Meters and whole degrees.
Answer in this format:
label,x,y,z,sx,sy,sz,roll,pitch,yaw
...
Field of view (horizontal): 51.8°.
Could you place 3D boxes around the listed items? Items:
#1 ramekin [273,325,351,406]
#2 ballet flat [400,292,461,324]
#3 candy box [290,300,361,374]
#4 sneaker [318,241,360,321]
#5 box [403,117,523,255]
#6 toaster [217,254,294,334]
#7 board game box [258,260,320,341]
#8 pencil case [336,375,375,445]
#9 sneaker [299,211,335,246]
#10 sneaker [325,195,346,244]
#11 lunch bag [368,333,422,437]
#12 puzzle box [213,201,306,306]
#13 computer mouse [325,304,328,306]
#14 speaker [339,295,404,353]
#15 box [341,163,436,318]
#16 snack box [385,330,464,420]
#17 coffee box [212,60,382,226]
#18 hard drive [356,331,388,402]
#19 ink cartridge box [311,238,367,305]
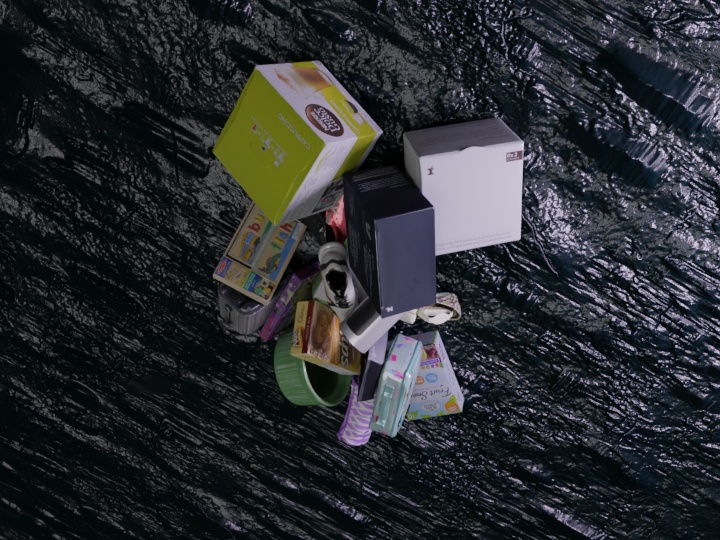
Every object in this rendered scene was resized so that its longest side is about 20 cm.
label,x,y,z,sx,sy,sz,roll,pitch,yaw
ramekin,-0.111,0.212,1.700,0.096,0.201,0.203,-13,118,30
ballet flat,0.128,0.081,1.574,0.195,0.076,0.069,3,130,-21
candy box,-0.068,0.151,1.634,0.054,0.118,0.199,-5,159,34
sneaker,-0.044,0.042,1.509,0.072,0.081,0.203,-14,130,5
box,0.190,-0.157,1.383,0.194,0.132,0.204,-10,121,-6
toaster,-0.230,0.045,1.639,0.113,0.200,0.130,38,146,11
board game box,-0.147,0.066,1.661,0.032,0.120,0.202,40,124,10
pencil case,0.001,0.334,1.805,0.084,0.084,0.204,-6,126,-25
sneaker,-0.111,-0.126,1.568,0.102,0.060,0.202,15,143,30
sneaker,-0.036,-0.131,1.512,0.073,0.086,0.204,30,141,53
lunch bag,0.078,0.259,1.630,0.075,0.161,0.204,15,121,8
puzzle box,-0.211,-0.044,1.574,0.131,0.203,0.025,26,158,-3
computer mouse,-0.024,0.057,1.666,0.197,0.044,0.111,-23,114,27
speaker,0.051,0.071,1.506,0.200,0.081,0.081,-44,105,8
box,0.052,-0.058,1.360,0.115,0.201,0.201,-13,123,-13
snack box,0.145,0.248,1.732,0.139,0.053,0.203,-12,116,23
coffee box,-0.117,-0.240,1.379,0.200,0.196,0.201,47,125,13
hard drive,0.028,0.180,1.633,0.041,0.202,0.137,12,122,-2
ink cartridge box,0.000,0.000,1.557,0.143,0.048,0.202,20,123,-18
